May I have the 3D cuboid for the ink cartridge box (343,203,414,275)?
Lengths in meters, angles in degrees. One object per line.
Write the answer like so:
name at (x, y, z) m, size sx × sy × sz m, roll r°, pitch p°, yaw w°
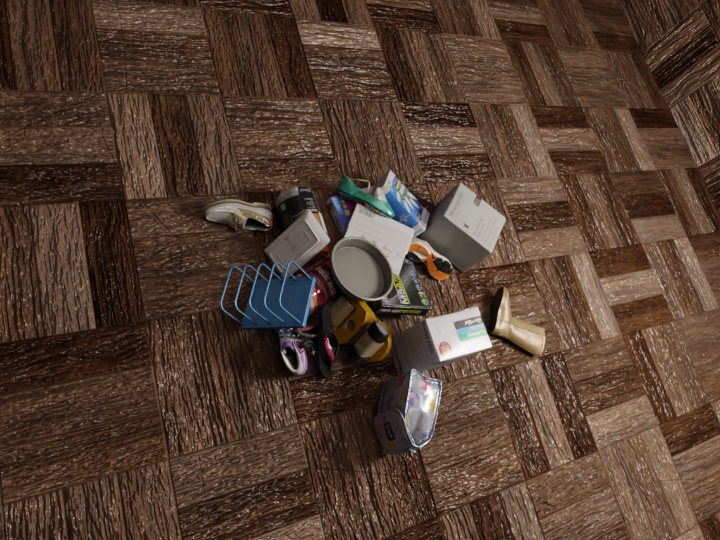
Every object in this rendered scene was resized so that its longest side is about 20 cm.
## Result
ink cartridge box at (0.048, -0.087, 1.687) m, size 0.198 × 0.044 × 0.175 m, roll 24°, pitch 62°, yaw -4°

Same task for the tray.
tray at (-0.181, -0.066, 1.545) m, size 0.108 × 0.199 × 0.022 m, roll 55°, pitch 28°, yaw 6°

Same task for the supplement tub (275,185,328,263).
supplement tub at (-0.165, -0.129, 1.618) m, size 0.121 × 0.122 × 0.203 m, roll -10°, pitch 73°, yaw -29°

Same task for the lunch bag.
lunch bag at (0.119, 0.387, 1.508) m, size 0.126 × 0.169 × 0.203 m, roll 23°, pitch 61°, yaw -17°

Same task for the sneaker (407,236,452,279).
sneaker at (0.220, -0.050, 1.802) m, size 0.199 × 0.076 × 0.093 m, roll 37°, pitch 24°, yaw -29°

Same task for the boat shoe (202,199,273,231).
boat shoe at (-0.337, -0.150, 1.569) m, size 0.197 × 0.075 × 0.069 m, roll -3°, pitch 64°, yaw -28°

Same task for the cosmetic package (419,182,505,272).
cosmetic package at (0.333, -0.139, 1.843) m, size 0.199 × 0.165 × 0.166 m, roll 36°, pitch 57°, yaw -8°

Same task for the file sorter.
file sorter at (-0.238, 0.061, 1.435) m, size 0.123 × 0.197 × 0.141 m, roll 48°, pitch 45°, yaw -50°

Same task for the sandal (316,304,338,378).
sandal at (-0.085, 0.193, 1.508) m, size 0.075 × 0.044 × 0.204 m, roll -16°, pitch 108°, yaw -71°

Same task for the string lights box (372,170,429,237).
string lights box at (0.131, -0.211, 1.799) m, size 0.200 × 0.059 × 0.103 m, roll 44°, pitch 37°, yaw -19°

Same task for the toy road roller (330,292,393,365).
toy road roller at (0.006, 0.166, 1.577) m, size 0.201 × 0.123 × 0.146 m, roll 50°, pitch 14°, yaw 24°

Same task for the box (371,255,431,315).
box at (0.099, 0.038, 1.677) m, size 0.191 × 0.048 × 0.202 m, roll 8°, pitch 49°, yaw -37°

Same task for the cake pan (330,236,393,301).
cake pan at (0.000, 0.000, 1.559) m, size 0.198 × 0.037 × 0.203 m, roll 18°, pitch 52°, yaw -24°

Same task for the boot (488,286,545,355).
boot at (0.526, 0.169, 1.871) m, size 0.198 × 0.066 × 0.178 m, roll 22°, pitch 73°, yaw -15°

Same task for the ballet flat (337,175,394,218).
ballet flat at (0.025, -0.231, 1.712) m, size 0.198 × 0.067 × 0.071 m, roll 27°, pitch 103°, yaw 4°

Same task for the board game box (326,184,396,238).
board game box at (0.018, -0.158, 1.769) m, size 0.198 × 0.041 × 0.202 m, roll -20°, pitch 79°, yaw -32°

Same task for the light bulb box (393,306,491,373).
light bulb box at (0.233, 0.207, 1.624) m, size 0.196 × 0.200 × 0.127 m, roll -9°, pitch 73°, yaw -29°

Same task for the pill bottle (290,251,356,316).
pill bottle at (-0.106, 0.031, 1.582) m, size 0.199 × 0.114 × 0.115 m, roll -36°, pitch 87°, yaw -33°

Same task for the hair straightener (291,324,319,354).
hair straightener at (-0.130, 0.182, 1.480) m, size 0.040 × 0.200 × 0.078 m, roll -23°, pitch 79°, yaw 11°

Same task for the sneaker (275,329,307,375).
sneaker at (-0.187, 0.173, 1.473) m, size 0.072 × 0.114 × 0.203 m, roll -22°, pitch 76°, yaw -1°
